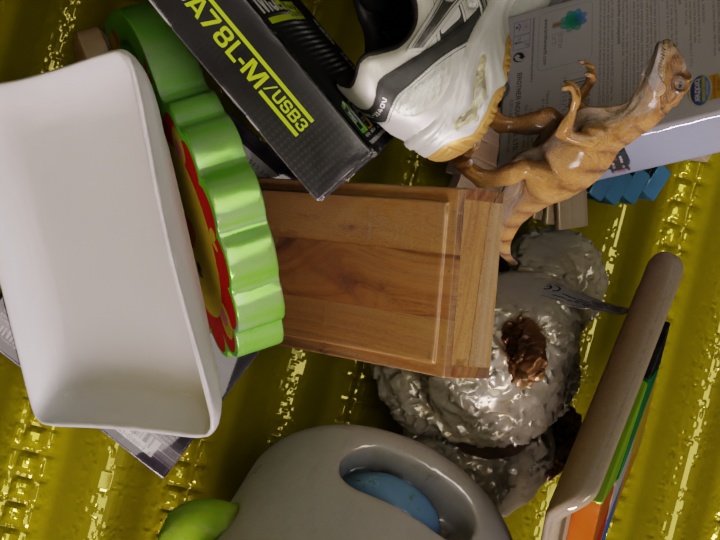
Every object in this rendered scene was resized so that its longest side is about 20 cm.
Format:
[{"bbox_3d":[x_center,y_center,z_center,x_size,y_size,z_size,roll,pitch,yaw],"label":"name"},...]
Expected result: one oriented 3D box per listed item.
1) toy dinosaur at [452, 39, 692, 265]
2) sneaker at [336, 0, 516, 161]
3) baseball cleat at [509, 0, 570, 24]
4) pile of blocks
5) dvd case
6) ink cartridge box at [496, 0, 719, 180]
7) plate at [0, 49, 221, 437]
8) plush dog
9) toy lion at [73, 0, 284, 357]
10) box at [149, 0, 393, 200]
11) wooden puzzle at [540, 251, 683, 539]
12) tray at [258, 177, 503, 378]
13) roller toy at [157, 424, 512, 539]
[{"bbox_3d":[0.098,-0.054,0.921,0.105,0.200,0.061,25,48,-20],"label":"toy dinosaur"},{"bbox_3d":[0.043,-0.161,0.898,0.087,0.075,0.202,25,60,-22],"label":"sneaker"},{"bbox_3d":[0.147,-0.221,1.094,0.201,0.069,0.107,-52,133,-16],"label":"baseball cleat"},{"bbox_3d":[0.137,-0.072,1.090,0.198,0.062,0.083,-5,99,-23],"label":"pile of blocks"},{"bbox_3d":[-0.117,0.002,1.032,0.148,0.016,0.201,40,81,-16],"label":"dvd case"},{"bbox_3d":[0.177,-0.117,0.971,0.042,0.198,0.120,48,38,-43],"label":"ink cartridge box"},{"bbox_3d":[-0.144,-0.012,0.919,0.032,0.199,0.202,-17,99,-38],"label":"plate"},{"bbox_3d":[0.078,0.083,1.050,0.198,0.161,0.173,-7,122,-17],"label":"plush dog"},{"bbox_3d":[-0.093,-0.053,0.926,0.068,0.192,0.202,-17,94,-15],"label":"toy lion"},{"bbox_3d":[-0.058,-0.134,0.933,0.047,0.200,0.194,-37,93,10],"label":"box"},{"bbox_3d":[0.141,0.114,0.980,0.037,0.201,0.186,21,54,10],"label":"wooden puzzle"},{"bbox_3d":[0.000,0.000,0.956,0.037,0.199,0.100,4,92,-36],"label":"tray"},{"bbox_3d":[-0.003,0.191,0.987,0.201,0.181,0.140,65,34,-26],"label":"roller toy"}]
